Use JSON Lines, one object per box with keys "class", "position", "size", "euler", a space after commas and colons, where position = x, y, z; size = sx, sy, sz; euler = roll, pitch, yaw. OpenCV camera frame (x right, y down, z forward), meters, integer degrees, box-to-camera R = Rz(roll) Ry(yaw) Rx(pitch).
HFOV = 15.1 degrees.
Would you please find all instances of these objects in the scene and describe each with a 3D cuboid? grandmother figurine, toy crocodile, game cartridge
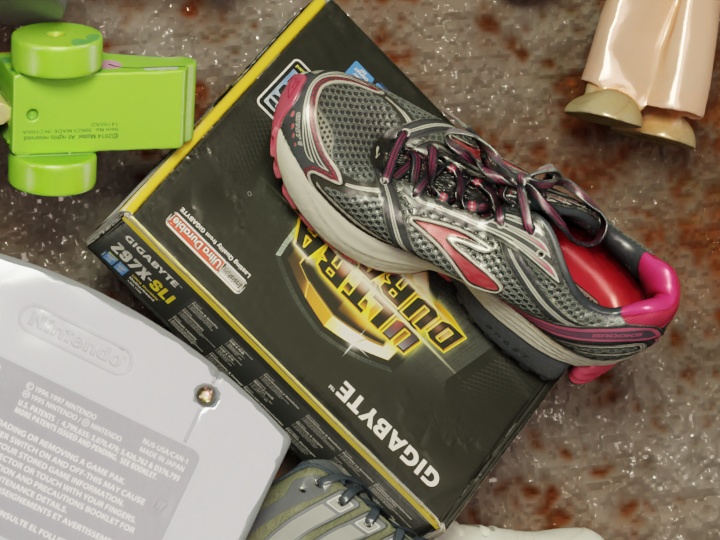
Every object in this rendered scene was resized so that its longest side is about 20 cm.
{"class": "grandmother figurine", "position": [0.156, -0.161, 1.279], "size": [0.121, 0.061, 0.200], "euler": [15, 88, -52]}
{"class": "toy crocodile", "position": [-0.166, -0.066, 1.132], "size": [0.200, 0.062, 0.068], "euler": [-8, 114, -17]}
{"class": "game cartridge", "position": [-0.137, 0.069, 1.116], "size": [0.200, 0.040, 0.133], "euler": [27, 83, -8]}

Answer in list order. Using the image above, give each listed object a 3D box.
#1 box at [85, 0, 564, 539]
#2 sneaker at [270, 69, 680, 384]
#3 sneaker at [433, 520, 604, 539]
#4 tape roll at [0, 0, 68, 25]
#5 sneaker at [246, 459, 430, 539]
{"class": "box", "position": [0.000, 0.000, 1.217], "size": [0.200, 0.049, 0.160], "euler": [46, 55, -8]}
{"class": "sneaker", "position": [0.051, -0.029, 1.183], "size": [0.200, 0.075, 0.081], "euler": [31, 60, -16]}
{"class": "sneaker", "position": [0.020, 0.140, 1.232], "size": [0.200, 0.076, 0.081], "euler": [-13, 81, -17]}
{"class": "tape roll", "position": [-0.207, -0.166, 1.116], "size": [0.200, 0.200, 0.066], "euler": [19, 82, -13]}
{"class": "sneaker", "position": [-0.001, 0.122, 1.149], "size": [0.200, 0.074, 0.081], "euler": [3, 78, 13]}
